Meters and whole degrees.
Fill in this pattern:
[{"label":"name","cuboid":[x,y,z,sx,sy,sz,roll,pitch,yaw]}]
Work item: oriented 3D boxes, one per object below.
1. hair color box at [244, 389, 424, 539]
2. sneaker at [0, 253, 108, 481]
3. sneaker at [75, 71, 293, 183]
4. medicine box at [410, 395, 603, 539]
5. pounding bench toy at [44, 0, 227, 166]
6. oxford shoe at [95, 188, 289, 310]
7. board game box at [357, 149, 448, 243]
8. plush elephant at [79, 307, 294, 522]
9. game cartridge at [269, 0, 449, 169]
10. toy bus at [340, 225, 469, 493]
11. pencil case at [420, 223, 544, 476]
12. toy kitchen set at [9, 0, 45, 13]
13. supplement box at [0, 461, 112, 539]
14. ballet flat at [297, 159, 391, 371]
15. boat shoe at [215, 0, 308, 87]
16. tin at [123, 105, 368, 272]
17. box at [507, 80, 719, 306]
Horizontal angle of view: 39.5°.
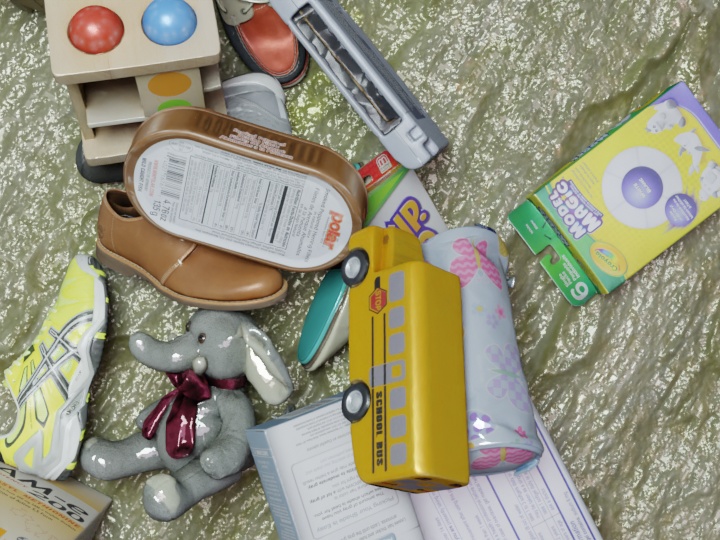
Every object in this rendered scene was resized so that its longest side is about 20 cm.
[{"label":"hair color box","cuboid":[-0.010,0.204,0.789,0.098,0.061,0.201,-18,89,-24]},{"label":"sneaker","cuboid":[-0.271,0.080,0.883,0.076,0.075,0.201,13,76,-19]},{"label":"sneaker","cuboid":[-0.149,-0.095,0.886,0.199,0.075,0.116,-22,66,-1]},{"label":"medicine box","cuboid":[0.087,0.212,0.887,0.199,0.103,0.183,-27,89,-1]},{"label":"pounding bench toy","cuboid":[-0.185,-0.217,0.817,0.123,0.156,0.201,-9,69,-8]},{"label":"oxford shoe","cuboid":[-0.151,-0.020,0.867,0.199,0.071,0.072,19,123,21]},{"label":"board game box","cuboid":[0.046,-0.001,0.890,0.095,0.030,0.201,-38,103,-23]},{"label":"plush elephant","cuboid":[-0.136,0.099,0.862,0.199,0.164,0.156,-13,104,-29]},{"label":"game cartridge","cuboid":[0.001,-0.175,0.876,0.041,0.133,0.200,-39,91,10]},{"label":"toy bus","cuboid":[0.034,0.063,0.760,0.065,0.078,0.201,20,60,-42]},{"label":"pencil case","cuboid":[0.093,0.065,0.814,0.090,0.083,0.201,20,54,-39]},{"label":"toy kitchen set","cuboid":[-0.296,-0.328,0.842,0.162,0.200,0.182,21,89,3]},{"label":"supplement box","cuboid":[-0.300,0.218,0.834,0.125,0.200,0.074,28,92,-1]},{"label":"ballet flat","cuboid":[0.000,0.000,0.913,0.069,0.069,0.201,16,88,0]},{"label":"boat shoe","cuboid":[-0.103,-0.264,0.913,0.071,0.063,0.201,-21,91,-3]},{"label":"tin","cuboid":[-0.092,-0.061,0.806,0.199,0.042,0.112,16,133,-5]},{"label":"box","cuboid":[0.245,-0.067,0.922,0.200,0.048,0.118,-38,89,0]}]
